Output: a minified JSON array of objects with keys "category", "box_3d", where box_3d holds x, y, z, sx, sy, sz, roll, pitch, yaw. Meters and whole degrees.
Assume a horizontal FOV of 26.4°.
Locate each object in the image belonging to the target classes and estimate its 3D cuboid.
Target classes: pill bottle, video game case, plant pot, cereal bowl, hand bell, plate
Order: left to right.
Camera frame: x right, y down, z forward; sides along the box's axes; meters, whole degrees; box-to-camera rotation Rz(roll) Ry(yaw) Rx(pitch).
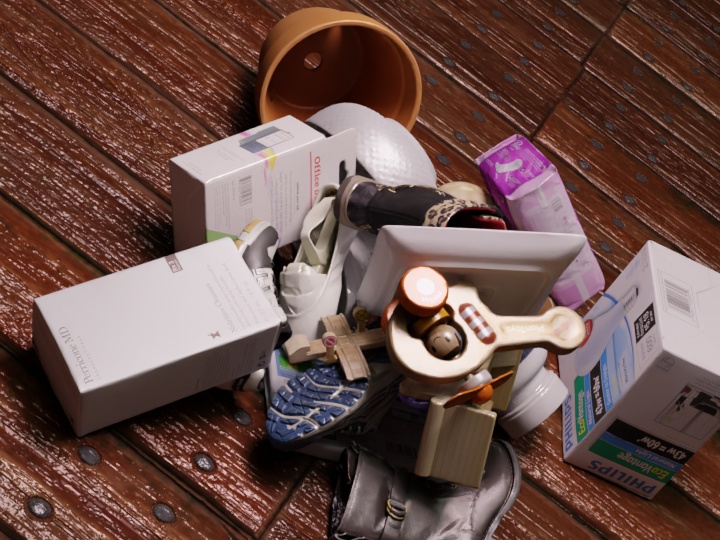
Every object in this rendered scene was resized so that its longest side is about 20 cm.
[{"category":"plant pot","box_3d":[-0.042,-0.232,1.861,0.200,0.200,0.140,17,22,-27]},{"category":"video game case","box_3d":[-0.010,0.129,1.588,0.200,0.022,0.182,17,38,-25]},{"category":"cereal bowl","box_3d":[0.025,-0.113,1.752,0.083,0.200,0.200,-39,74,-12]},{"category":"plate","box_3d":[0.104,0.012,1.520,0.199,0.200,0.032,2,67,-8]},{"category":"hand bell","box_3d":[0.130,-0.032,1.765,0.104,0.104,0.200,27,9,-14]},{"category":"pill bottle","box_3d":[0.133,0.082,1.677,0.200,0.111,0.111,49,33,-5]}]

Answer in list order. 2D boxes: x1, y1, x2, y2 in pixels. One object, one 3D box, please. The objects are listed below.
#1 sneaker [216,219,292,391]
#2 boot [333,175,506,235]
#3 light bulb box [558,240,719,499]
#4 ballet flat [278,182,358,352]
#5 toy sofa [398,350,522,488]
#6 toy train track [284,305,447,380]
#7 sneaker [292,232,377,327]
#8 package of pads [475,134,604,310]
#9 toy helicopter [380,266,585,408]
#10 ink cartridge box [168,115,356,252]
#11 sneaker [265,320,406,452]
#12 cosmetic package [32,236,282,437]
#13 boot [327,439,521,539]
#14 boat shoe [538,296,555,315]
[{"category":"sneaker","box_3d":[-0.105,0.040,1.530,0.088,0.076,0.200,16,55,3]},{"category":"boot","box_3d":[0.087,-0.048,1.592,0.151,0.073,0.200,18,2,42]},{"category":"light bulb box","box_3d":[0.330,0.113,1.751,0.125,0.200,0.198,25,35,-14]},{"category":"ballet flat","box_3d":[-0.050,-0.006,1.585,0.069,0.069,0.200,27,60,-14]},{"category":"toy sofa","box_3d":[0.095,0.128,1.522,0.098,0.083,0.200,15,22,8]},{"category":"toy train track","box_3d":[0.025,0.054,1.499,0.200,0.033,0.115,-10,32,-12]},{"category":"sneaker","box_3d":[0.000,0.000,1.694,0.115,0.074,0.200,15,31,-27]},{"category":"package of pads","box_3d":[0.221,-0.056,1.874,0.200,0.076,0.121,61,-4,-35]},{"category":"toy helicopter","box_3d":[0.122,0.069,1.448,0.200,0.079,0.132,-2,61,-18]},{"category":"ink cartridge box","box_3d":[-0.100,-0.087,1.624,0.200,0.117,0.067,-24,40,-33]},{"category":"sneaker","box_3d":[-0.010,0.131,1.493,0.077,0.085,0.200,22,40,37]},{"category":"cosmetic package","box_3d":[-0.188,0.058,1.401,0.200,0.081,0.113,-20,61,-27]},{"category":"boot","box_3d":[0.060,0.212,1.497,0.174,0.069,0.200,29,44,-11]},{"category":"boat shoe","box_3d":[0.162,0.041,1.801,0.200,0.074,0.076,-4,51,-44]}]
